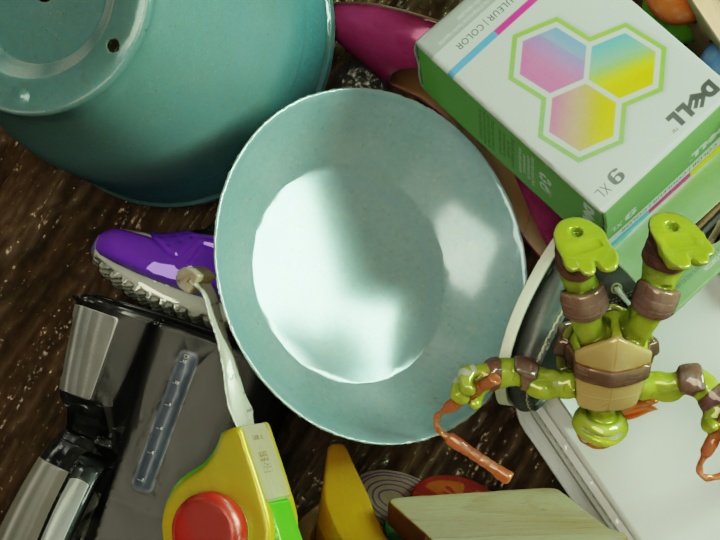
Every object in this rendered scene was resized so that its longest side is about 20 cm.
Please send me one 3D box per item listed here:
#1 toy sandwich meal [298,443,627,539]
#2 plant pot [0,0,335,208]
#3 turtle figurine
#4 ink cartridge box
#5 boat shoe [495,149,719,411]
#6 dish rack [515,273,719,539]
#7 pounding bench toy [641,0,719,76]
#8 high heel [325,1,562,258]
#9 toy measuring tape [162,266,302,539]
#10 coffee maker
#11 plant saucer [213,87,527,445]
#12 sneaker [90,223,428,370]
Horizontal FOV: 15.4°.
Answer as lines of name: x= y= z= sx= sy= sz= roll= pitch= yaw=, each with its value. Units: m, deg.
toy sandwich meal: x=0.058 y=0.145 z=1.449 sx=0.205 sy=0.205 sz=0.070 roll=10 pitch=111 yaw=7
plant pot: x=-0.140 y=-0.141 z=1.483 sx=0.200 sy=0.188 sz=0.200 roll=-1 pitch=87 yaw=21
turtle figurine: x=0.144 y=0.043 z=1.426 sx=0.200 sy=0.161 sz=0.064 roll=7 pitch=41 yaw=0
ink cartridge box: x=0.135 y=-0.083 z=1.459 sx=0.104 sy=0.059 sz=0.200 roll=-42 pitch=71 yaw=-12
boat shoe: x=0.145 y=-0.001 z=1.491 sx=0.068 sy=0.072 sz=0.200 roll=30 pitch=74 yaw=26
dish rack: x=0.195 y=0.092 z=1.497 sx=0.172 sy=0.044 sz=0.200 roll=-35 pitch=67 yaw=2
pounding bench toy: x=0.222 y=-0.194 z=1.507 sx=0.156 sy=0.124 sz=0.200 roll=-33 pitch=81 yaw=2
high heel: x=0.056 y=-0.080 z=1.536 sx=0.200 sy=0.067 sz=0.096 roll=26 pitch=76 yaw=5
toy measuring tape: x=-0.082 y=0.101 z=1.424 sx=0.073 sy=0.074 sz=0.200 roll=-19 pitch=82 yaw=3
coffee maker: x=-0.104 y=0.133 z=1.515 sx=0.192 sy=0.135 sz=0.200 roll=22 pitch=87 yaw=-17
plant saucer: x=0.000 y=0.000 z=1.482 sx=0.201 sy=0.039 sz=0.201 roll=7 pitch=75 yaw=-29
sneaker: x=-0.053 y=-0.009 z=1.545 sx=0.200 sy=0.070 sz=0.100 roll=16 pitch=82 yaw=0
